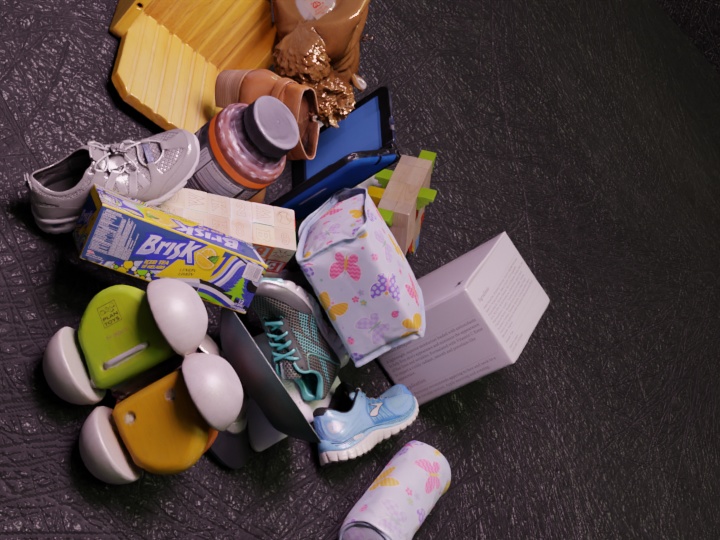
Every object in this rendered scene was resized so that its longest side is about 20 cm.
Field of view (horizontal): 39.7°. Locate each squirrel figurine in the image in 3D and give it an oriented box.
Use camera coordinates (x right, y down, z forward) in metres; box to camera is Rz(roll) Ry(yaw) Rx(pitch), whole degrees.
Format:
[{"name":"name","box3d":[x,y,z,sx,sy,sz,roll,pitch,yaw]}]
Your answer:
[{"name":"squirrel figurine","box3d":[-0.054,-0.301,1.395,0.187,0.139,0.203,74,29,-68]}]

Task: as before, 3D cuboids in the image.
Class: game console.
[{"name":"game console","box3d":[-0.054,-0.161,1.380,0.170,0.199,0.120,-15,78,-56]}]

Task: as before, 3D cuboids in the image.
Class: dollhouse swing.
[{"name":"dollhouse swing","box3d":[-0.211,-0.294,1.319,0.199,0.182,0.177,35,22,-32]}]

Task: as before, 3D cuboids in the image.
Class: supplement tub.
[{"name":"supplement tub","box3d":[-0.163,-0.133,1.226,0.106,0.199,0.108,28,47,-35]}]

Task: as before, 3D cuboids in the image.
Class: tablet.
[{"name":"tablet","box3d":[-0.100,0.140,1.282,0.199,0.014,0.132,-21,84,-55]}]

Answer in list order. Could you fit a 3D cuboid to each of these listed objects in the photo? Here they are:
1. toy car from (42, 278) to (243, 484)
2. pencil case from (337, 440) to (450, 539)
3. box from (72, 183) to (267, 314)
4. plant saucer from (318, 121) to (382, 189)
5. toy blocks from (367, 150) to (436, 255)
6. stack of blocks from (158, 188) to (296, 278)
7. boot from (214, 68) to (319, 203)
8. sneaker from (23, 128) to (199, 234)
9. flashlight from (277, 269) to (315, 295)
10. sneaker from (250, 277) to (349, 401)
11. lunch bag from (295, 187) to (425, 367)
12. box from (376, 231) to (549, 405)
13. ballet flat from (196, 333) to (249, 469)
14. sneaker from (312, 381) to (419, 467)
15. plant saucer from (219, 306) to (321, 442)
[{"name":"toy car","box3d":[-0.217,0.112,1.047,0.202,0.173,0.150,63,7,4]},{"name":"pencil case","box3d":[0.049,0.308,1.294,0.092,0.082,0.200,60,35,-10]},{"name":"box","box3d":[-0.204,-0.022,1.080,0.198,0.065,0.070,22,13,-30]},{"name":"plant saucer","box3d":[-0.014,-0.157,1.560,0.199,0.050,0.203,31,45,-35]},{"name":"toy blocks","box3d":[0.064,-0.078,1.544,0.098,0.138,0.201,13,40,11]},{"name":"stack of blocks","box3d":[-0.189,-0.036,1.200,0.197,0.115,0.059,11,55,-26]},{"name":"boot","box3d":[-0.116,-0.158,1.293,0.073,0.153,0.203,-36,131,-41]},{"name":"sneaker","box3d":[-0.268,-0.106,1.083,0.075,0.198,0.082,58,-12,30]},{"name":"flashlight","box3d":[-0.064,0.020,1.370,0.199,0.067,0.069,-15,115,-50]},{"name":"sneaker","box3d":[-0.083,0.089,1.246,0.200,0.077,0.092,50,45,-36]},{"name":"lunch bag","box3d":[0.000,0.000,1.295,0.171,0.126,0.201,60,14,-21]},{"name":"box","box3d":[0.145,0.072,1.471,0.132,0.198,0.200,55,36,-8]},{"name":"ballet flat","box3d":[-0.172,0.133,1.148,0.073,0.073,0.202,-30,91,-55]},{"name":"sneaker","box3d":[0.008,0.183,1.322,0.199,0.078,0.091,-22,90,-55]},{"name":"plant saucer","box3d":[-0.116,0.126,1.160,0.202,0.038,0.201,55,-8,12]}]
